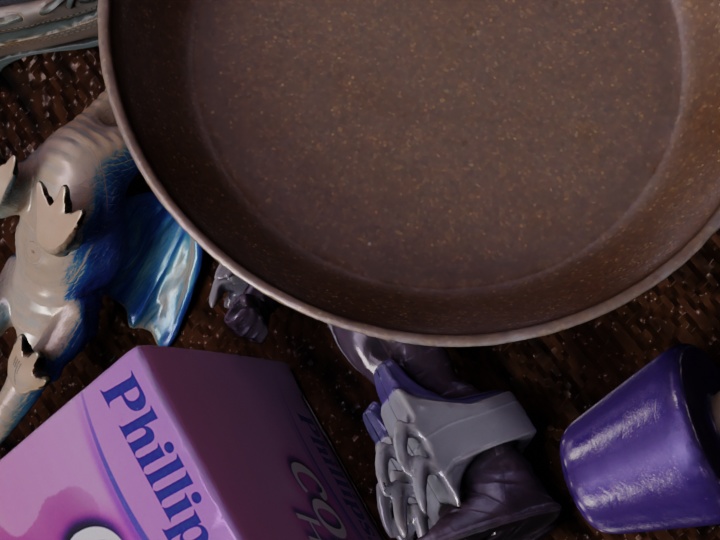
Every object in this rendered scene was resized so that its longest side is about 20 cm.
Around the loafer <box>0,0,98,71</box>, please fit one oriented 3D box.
[{"bbox_3d":[-0.118,-0.113,0.903,0.199,0.063,0.072,-23,74,26],"label":"loafer"}]

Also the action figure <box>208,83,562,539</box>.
[{"bbox_3d":[0.000,0.000,0.803,0.201,0.069,0.130,65,159,18],"label":"action figure"}]

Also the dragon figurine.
[{"bbox_3d":[-0.094,-0.004,0.879,0.059,0.099,0.201,29,118,27],"label":"dragon figurine"}]

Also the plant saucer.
[{"bbox_3d":[0.024,-0.068,0.739,0.199,0.037,0.202,1,69,-1],"label":"plant saucer"}]

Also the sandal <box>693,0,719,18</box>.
[{"bbox_3d":[0.169,-0.142,0.749,0.201,0.057,0.080,-47,26,35],"label":"sandal"}]

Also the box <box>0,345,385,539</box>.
[{"bbox_3d":[-0.077,0.156,0.831,0.200,0.096,0.177,-39,67,20],"label":"box"}]

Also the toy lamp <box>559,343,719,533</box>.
[{"bbox_3d":[0.152,0.028,0.740,0.199,0.058,0.059,-22,74,25],"label":"toy lamp"}]
